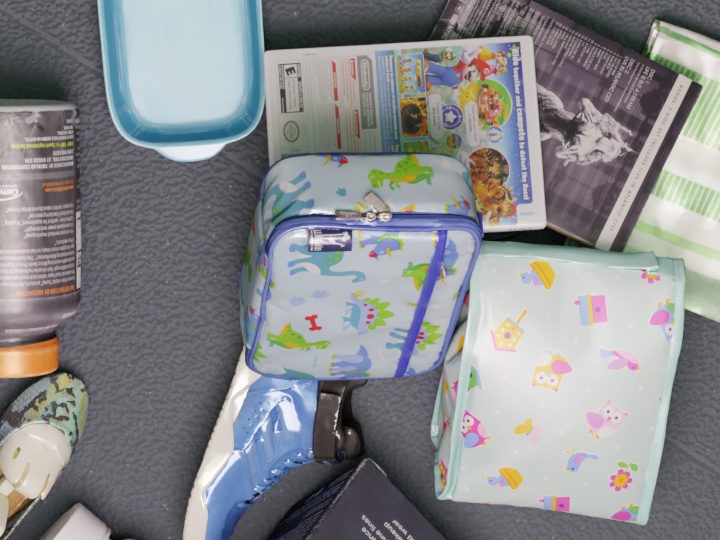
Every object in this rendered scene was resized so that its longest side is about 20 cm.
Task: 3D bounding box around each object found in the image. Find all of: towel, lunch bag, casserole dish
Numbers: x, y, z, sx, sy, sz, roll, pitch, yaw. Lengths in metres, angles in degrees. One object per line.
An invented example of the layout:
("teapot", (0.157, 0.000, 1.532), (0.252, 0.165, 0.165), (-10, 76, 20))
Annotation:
("towel", (0.256, -0.073, 1.609), (0.152, 0.023, 0.201), (20, 96, -5))
("lunch bag", (0.146, 0.071, 1.564), (0.170, 0.122, 0.201), (6, 113, -3))
("casserole dish", (-0.133, -0.183, 1.571), (0.121, 0.039, 0.201), (-4, 98, -2))
("lunch bag", (0.000, 0.000, 1.495), (0.160, 0.200, 0.083), (1, 55, -13))

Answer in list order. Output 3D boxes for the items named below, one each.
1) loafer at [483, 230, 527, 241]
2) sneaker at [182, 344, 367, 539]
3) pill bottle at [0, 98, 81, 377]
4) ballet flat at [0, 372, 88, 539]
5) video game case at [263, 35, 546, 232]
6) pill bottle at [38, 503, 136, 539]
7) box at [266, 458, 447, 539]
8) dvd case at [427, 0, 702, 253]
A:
("loafer", (0.030, -0.054, 1.579), (0.200, 0.068, 0.071), (2, 99, -2))
("sneaker", (-0.057, 0.141, 1.596), (0.111, 0.077, 0.201), (20, 90, 5))
("pill bottle", (-0.258, -0.024, 1.552), (0.106, 0.106, 0.201), (0, 97, -2))
("ballet flat", (-0.268, 0.169, 1.594), (0.074, 0.074, 0.200), (36, 97, -6))
("video game case", (0.032, -0.096, 1.546), (0.199, 0.018, 0.144), (-3, 82, -1))
("pill bottle", (-0.171, 0.277, 1.592), (0.200, 0.114, 0.114), (43, 94, -7))
("box", (-0.004, 0.285, 1.550), (0.197, 0.117, 0.200), (46, 48, -7))
("dvd case", (0.134, -0.117, 1.569), (0.199, 0.016, 0.149), (27, 81, 4))
